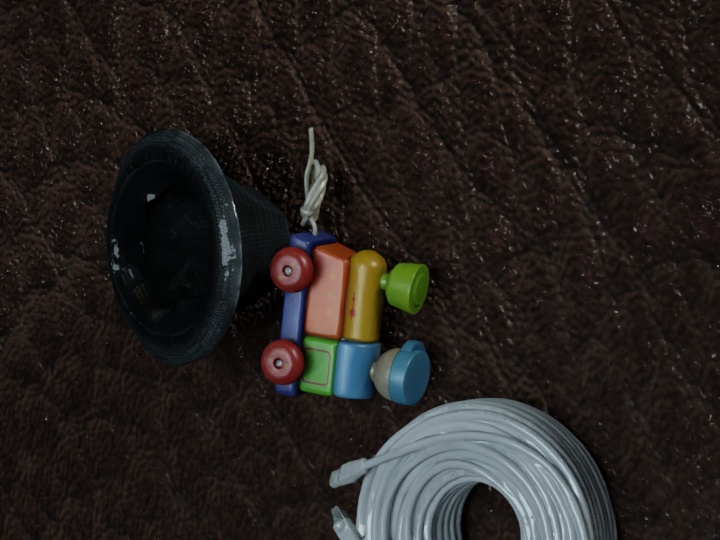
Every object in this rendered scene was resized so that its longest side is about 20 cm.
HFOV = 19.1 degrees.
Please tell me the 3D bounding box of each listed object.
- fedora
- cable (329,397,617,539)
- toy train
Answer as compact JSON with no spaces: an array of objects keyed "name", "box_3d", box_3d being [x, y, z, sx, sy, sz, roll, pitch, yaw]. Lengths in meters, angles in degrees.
[{"name":"fedora","box_3d":[-0.117,-0.021,1.659,0.200,0.091,0.202,13,105,54]},{"name":"cable","box_3d":[0.091,0.193,1.555,0.200,0.069,0.201,-35,74,31]},{"name":"toy train","box_3d":[0.000,0.000,1.603,0.115,0.085,0.201,10,98,24]}]
